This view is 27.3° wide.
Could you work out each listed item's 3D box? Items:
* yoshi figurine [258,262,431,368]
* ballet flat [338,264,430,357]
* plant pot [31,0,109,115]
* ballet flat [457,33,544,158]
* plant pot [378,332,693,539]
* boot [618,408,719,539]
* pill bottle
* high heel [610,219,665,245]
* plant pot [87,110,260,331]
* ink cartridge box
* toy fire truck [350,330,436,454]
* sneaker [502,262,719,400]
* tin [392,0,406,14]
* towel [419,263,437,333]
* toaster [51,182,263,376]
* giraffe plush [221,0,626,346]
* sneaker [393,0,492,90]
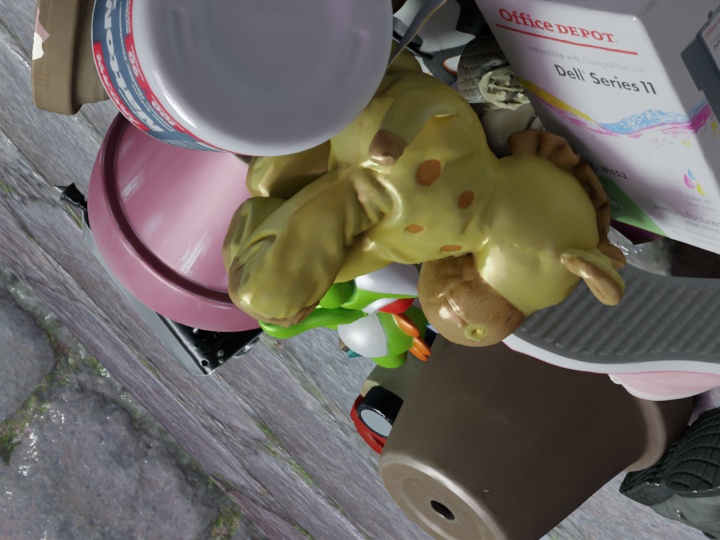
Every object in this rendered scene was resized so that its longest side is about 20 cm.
[{"bbox_3d":[-0.014,-0.002,0.981,0.200,0.112,0.112,64,-167,-57],"label":"yoshi figurine"},{"bbox_3d":[0.020,0.028,1.223,0.065,0.070,0.200,69,161,5],"label":"ballet flat"},{"bbox_3d":[-0.147,-0.194,0.967,0.092,0.201,0.201,11,163,-5],"label":"plant pot"},{"bbox_3d":[0.080,-0.084,0.868,0.067,0.046,0.200,12,164,-2],"label":"ballet flat"},{"bbox_3d":[0.106,0.108,1.047,0.200,0.175,0.200,33,155,18],"label":"plant pot"},{"bbox_3d":[0.278,0.166,1.064,0.130,0.068,0.200,33,165,-2],"label":"boot"},{"bbox_3d":[-0.070,-0.118,0.739,0.120,0.120,0.200,48,170,-17],"label":"pill bottle"},{"bbox_3d":[0.104,-0.046,0.903,0.096,0.068,0.200,38,150,-19],"label":"high heel"},{"bbox_3d":[-0.079,-0.079,1.058,0.200,0.200,0.179,43,147,0],"label":"plant pot"},{"bbox_3d":[0.129,-0.105,0.706,0.117,0.067,0.200,23,155,50],"label":"ink cartridge box"},{"bbox_3d":[0.084,0.156,1.368,0.176,0.129,0.200,34,152,9],"label":"toy fire truck"},{"bbox_3d":[0.143,0.034,0.876,0.200,0.076,0.105,10,162,-12],"label":"sneaker"},{"bbox_3d":[-0.041,-0.180,0.832,0.200,0.042,0.112,-5,112,55],"label":"tin"},{"bbox_3d":[0.089,0.044,1.231,0.200,0.024,0.147,38,163,15],"label":"towel"},{"bbox_3d":[-0.122,-0.034,1.220,0.200,0.181,0.119,51,164,-2],"label":"toaster"},{"bbox_3d":[0.046,-0.031,0.755,0.162,0.173,0.200,32,133,-19],"label":"giraffe plush"},{"bbox_3d":[0.029,-0.125,0.867,0.074,0.080,0.200,42,161,9],"label":"sneaker"}]
